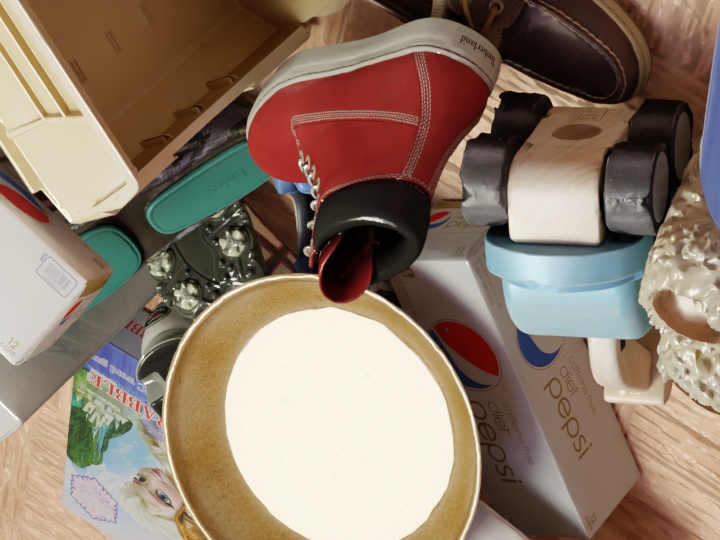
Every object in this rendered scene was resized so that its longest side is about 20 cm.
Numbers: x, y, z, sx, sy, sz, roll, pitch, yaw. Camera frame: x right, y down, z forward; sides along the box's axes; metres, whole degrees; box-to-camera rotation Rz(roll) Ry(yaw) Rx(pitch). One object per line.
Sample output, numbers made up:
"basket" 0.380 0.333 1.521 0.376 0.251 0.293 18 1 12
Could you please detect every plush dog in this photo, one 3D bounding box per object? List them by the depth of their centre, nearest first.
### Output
"plush dog" 0.242 -0.007 1.434 0.171 0.161 0.200 14 164 14

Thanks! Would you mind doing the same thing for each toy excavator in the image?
"toy excavator" 0.123 0.004 1.508 0.100 0.194 0.201 4 112 17

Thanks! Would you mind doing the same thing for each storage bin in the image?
"storage bin" -0.128 -0.161 1.546 0.094 0.200 0.199 -12 117 49

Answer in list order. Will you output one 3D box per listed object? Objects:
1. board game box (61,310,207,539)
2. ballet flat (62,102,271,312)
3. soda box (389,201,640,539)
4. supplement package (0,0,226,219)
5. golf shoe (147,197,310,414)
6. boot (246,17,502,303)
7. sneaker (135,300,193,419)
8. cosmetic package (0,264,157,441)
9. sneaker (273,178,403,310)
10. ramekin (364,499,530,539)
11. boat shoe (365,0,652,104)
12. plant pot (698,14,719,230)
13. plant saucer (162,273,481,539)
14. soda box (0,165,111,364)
"board game box" -0.106 0.137 1.934 0.200 0.041 0.200 30 140 17
"ballet flat" -0.141 -0.036 1.707 0.072 0.200 0.072 56 178 3
"soda box" 0.089 0.058 1.665 0.068 0.064 0.200 1 126 42
"supplement package" -0.178 -0.150 1.638 0.111 0.156 0.200 -12 116 47
"golf shoe" -0.062 0.015 1.747 0.077 0.088 0.200 -46 61 16
"boot" -0.017 -0.043 1.507 0.072 0.145 0.200 32 156 -23
"sneaker" -0.069 0.095 1.801 0.074 0.089 0.200 -27 118 11
"cosmetic package" -0.238 -0.017 1.781 0.199 0.200 0.123 48 141 -5
"sneaker" 0.000 0.000 1.674 0.077 0.085 0.200 0 125 42
"ramekin" 0.062 0.206 1.732 0.200 0.098 0.200 40 171 8
"boat shoe" 0.056 -0.136 1.506 0.200 0.072 0.072 34 141 13
"plant pot" 0.264 -0.092 1.264 0.180 0.200 0.200 31 142 26
"plant saucer" -0.018 0.094 1.644 0.200 0.035 0.201 7 108 23
"soda box" -0.233 -0.041 1.581 0.200 0.068 0.064 43 100 2
